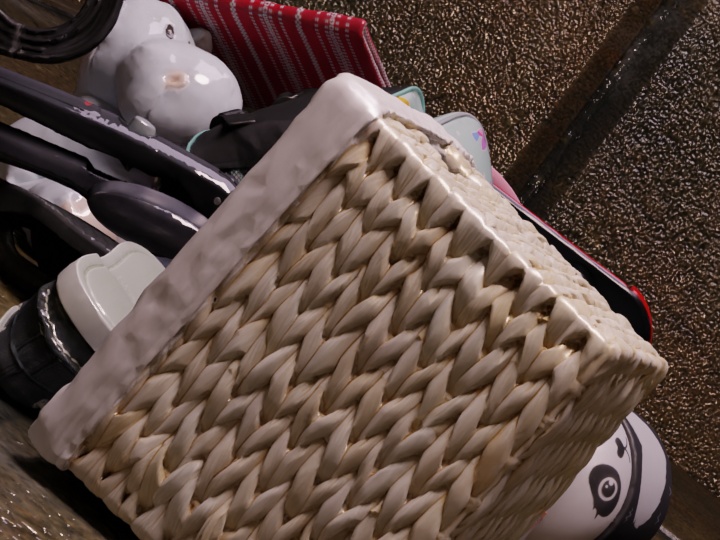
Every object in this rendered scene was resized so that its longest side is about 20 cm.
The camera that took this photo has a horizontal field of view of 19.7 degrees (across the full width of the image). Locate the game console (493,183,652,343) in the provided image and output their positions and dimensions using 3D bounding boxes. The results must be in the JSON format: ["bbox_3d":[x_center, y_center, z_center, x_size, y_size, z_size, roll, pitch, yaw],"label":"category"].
[{"bbox_3d":[0.069,0.053,1.308,0.177,0.200,0.031,36,20,2],"label":"game console"}]

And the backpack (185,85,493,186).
[{"bbox_3d":[0.000,0.000,1.214,0.153,0.201,0.176,2,14,25],"label":"backpack"}]

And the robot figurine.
[{"bbox_3d":[0.149,0.143,1.446,0.150,0.125,0.200,36,3,26],"label":"robot figurine"}]

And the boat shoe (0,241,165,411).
[{"bbox_3d":[-0.120,0.030,0.969,0.076,0.060,0.200,58,7,11],"label":"boat shoe"}]

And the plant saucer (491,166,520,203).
[{"bbox_3d":[0.015,0.001,1.375,0.200,0.201,0.051,34,8,-27],"label":"plant saucer"}]

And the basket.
[{"bbox_3d":[0.007,0.050,0.871,0.161,0.200,0.198,42,6,14],"label":"basket"}]

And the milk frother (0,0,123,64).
[{"bbox_3d":[-0.211,-0.124,0.973,0.180,0.200,0.188,39,4,-20],"label":"milk frother"}]

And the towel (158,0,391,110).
[{"bbox_3d":[-0.074,-0.142,1.326,0.199,0.023,0.145,14,-19,19],"label":"towel"}]

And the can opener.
[{"bbox_3d":[-0.154,-0.067,1.116,0.199,0.064,0.079,30,-3,1],"label":"can opener"}]

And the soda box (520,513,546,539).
[{"bbox_3d":[0.025,0.119,1.108,0.064,0.068,0.200,44,6,30],"label":"soda box"}]

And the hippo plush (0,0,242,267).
[{"bbox_3d":[-0.138,-0.080,1.282,0.159,0.161,0.200,31,8,-48],"label":"hippo plush"}]

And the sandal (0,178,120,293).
[{"bbox_3d":[-0.178,-0.015,1.128,0.200,0.048,0.075,24,-5,46],"label":"sandal"}]
